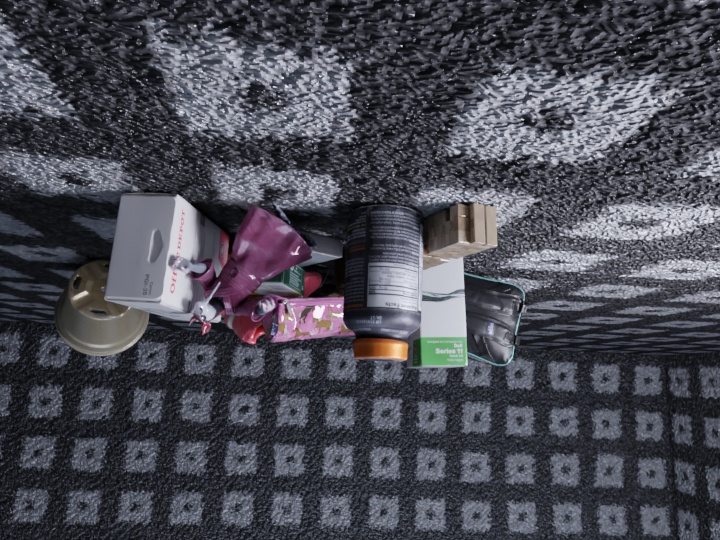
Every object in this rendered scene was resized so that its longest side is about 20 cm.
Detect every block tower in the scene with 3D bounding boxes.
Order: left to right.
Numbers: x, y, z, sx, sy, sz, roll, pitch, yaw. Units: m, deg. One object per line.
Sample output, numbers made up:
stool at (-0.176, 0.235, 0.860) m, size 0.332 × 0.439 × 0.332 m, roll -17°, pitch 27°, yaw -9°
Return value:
block tower at (0.110, -0.043, 0.788) m, size 0.054 × 0.058 × 0.200 m, roll 8°, pitch 166°, yaw -23°

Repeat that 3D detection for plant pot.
plant pot at (-0.559, 0.068, 1.211) m, size 0.200 × 0.201 × 0.183 m, roll 8°, pitch 156°, yaw -23°

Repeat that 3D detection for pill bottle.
pill bottle at (0.030, 0.021, 0.747) m, size 0.106 × 0.200 × 0.106 m, roll 3°, pitch 169°, yaw 1°

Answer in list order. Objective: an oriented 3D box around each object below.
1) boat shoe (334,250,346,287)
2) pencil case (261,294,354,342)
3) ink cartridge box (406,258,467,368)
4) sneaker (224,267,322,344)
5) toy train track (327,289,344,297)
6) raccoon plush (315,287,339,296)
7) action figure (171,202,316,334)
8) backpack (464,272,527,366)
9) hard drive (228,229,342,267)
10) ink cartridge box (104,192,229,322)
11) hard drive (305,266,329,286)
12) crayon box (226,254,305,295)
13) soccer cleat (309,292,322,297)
boat shoe at (0.000, 0.000, 1.004) m, size 0.064 × 0.071 × 0.200 m, roll 1°, pitch 179°, yaw -13°
pencil case at (-0.070, 0.078, 0.965) m, size 0.200 × 0.083 × 0.087 m, roll -1°, pitch -179°, yaw -26°
ink cartridge box at (0.128, 0.068, 0.969) m, size 0.083 × 0.200 × 0.147 m, roll 0°, pitch 170°, yaw -3°
sneaker at (-0.146, 0.071, 1.029) m, size 0.200 × 0.087 × 0.074 m, roll -31°, pitch 146°, yaw -18°
toy train track at (-0.040, 0.065, 1.101) m, size 0.115 × 0.033 × 0.200 m, roll 29°, pitch 144°, yaw -35°
raccoon plush at (-0.090, 0.074, 1.330) m, size 0.200 × 0.097 × 0.134 m, roll 13°, pitch 158°, yaw -41°
action figure at (-0.166, 0.000, 0.765) m, size 0.134 × 0.200 × 0.149 m, roll 43°, pitch 178°, yaw -7°
backpack at (0.215, 0.094, 1.139) m, size 0.200 × 0.176 × 0.153 m, roll 16°, pitch 171°, yaw -3°
hard drive at (-0.145, -0.033, 0.946) m, size 0.139 × 0.033 × 0.200 m, roll 11°, pitch 166°, yaw -37°
ink cartridge box at (-0.264, -0.011, 0.792) m, size 0.083 × 0.147 × 0.200 m, roll 2°, pitch 168°, yaw 8°
hard drive at (-0.170, 0.021, 1.195) m, size 0.135 × 0.042 × 0.200 m, roll 10°, pitch 166°, yaw -33°
crayon box at (-0.208, 0.008, 0.951) m, size 0.200 × 0.052 × 0.126 m, roll 0°, pitch 169°, yaw 9°
soccer cleat at (-0.079, 0.095, 1.250) m, size 0.084 × 0.065 × 0.200 m, roll -3°, pitch 159°, yaw 35°
